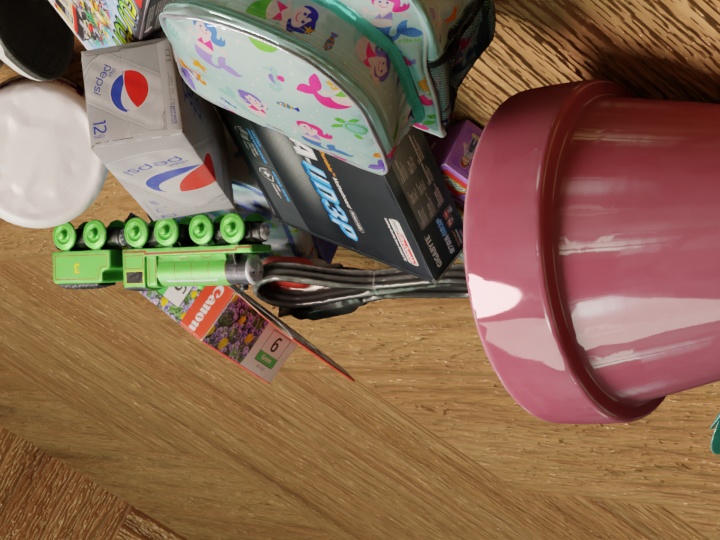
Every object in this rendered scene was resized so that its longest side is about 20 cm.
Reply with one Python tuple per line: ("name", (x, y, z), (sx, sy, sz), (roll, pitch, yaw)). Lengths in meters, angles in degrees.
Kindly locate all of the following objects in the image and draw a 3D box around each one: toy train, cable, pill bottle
("toy train", (-0.152, -0.012, 1.507), (0.198, 0.057, 0.042), (-1, 180, 31))
("cable", (0.000, 0.000, 1.486), (0.199, 0.051, 0.097), (-12, 153, 32))
("pill bottle", (-0.255, -0.099, 1.586), (0.112, 0.113, 0.200), (30, -177, -11))

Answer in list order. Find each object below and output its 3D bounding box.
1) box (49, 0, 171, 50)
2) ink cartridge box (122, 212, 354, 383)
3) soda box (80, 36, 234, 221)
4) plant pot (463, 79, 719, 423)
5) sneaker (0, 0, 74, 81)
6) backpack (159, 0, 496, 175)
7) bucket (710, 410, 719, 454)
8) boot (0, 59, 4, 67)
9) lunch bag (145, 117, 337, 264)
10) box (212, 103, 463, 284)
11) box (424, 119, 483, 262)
("box", (-0.165, -0.192, 1.304), (0.110, 0.035, 0.200), (52, 163, 5))
("ink cartridge box", (-0.105, 0.038, 1.563), (0.200, 0.051, 0.109), (36, 179, 35))
("soda box", (-0.135, -0.092, 1.358), (0.063, 0.069, 0.200), (-9, 167, 4))
("plant pot", (0.182, -0.016, 1.135), (0.178, 0.202, 0.200), (-6, 146, 34))
("sneaker", (-0.304, -0.210, 1.441), (0.120, 0.084, 0.200), (3, 143, 43))
("backpack", (-0.022, -0.158, 1.085), (0.176, 0.151, 0.200), (24, 158, 14))
("bucket", (0.333, 0.085, 1.255), (0.206, 0.136, 0.207), (25, 162, 9))
("boot", (-0.319, -0.160, 1.561), (0.072, 0.200, 0.155), (41, 126, -10))
("lunch bag", (-0.096, -0.064, 1.558), (0.160, 0.083, 0.200), (22, 161, 19))
("box", (-0.024, -0.091, 1.353), (0.158, 0.046, 0.201), (22, 152, 37))
("box", (0.111, -0.029, 1.423), (0.199, 0.039, 0.137), (34, 162, -20))
